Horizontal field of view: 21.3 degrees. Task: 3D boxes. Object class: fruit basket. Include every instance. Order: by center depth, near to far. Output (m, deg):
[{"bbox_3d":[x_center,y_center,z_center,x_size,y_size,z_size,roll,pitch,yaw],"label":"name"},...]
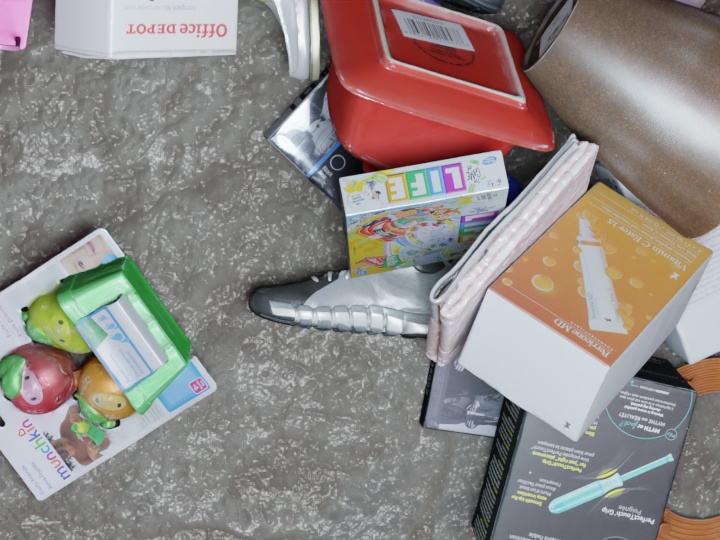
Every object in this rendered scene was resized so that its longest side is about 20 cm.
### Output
[{"bbox_3d":[-0.259,0.087,1.705,0.200,0.094,0.185,-33,105,2],"label":"fruit basket"}]

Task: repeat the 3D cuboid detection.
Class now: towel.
[{"bbox_3d":[0.126,-0.016,1.646,0.032,0.191,0.200,40,80,11],"label":"towel"}]

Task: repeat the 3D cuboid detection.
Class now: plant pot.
[{"bbox_3d":[0.245,-0.157,1.623,0.200,0.187,0.187,31,95,-11],"label":"plant pot"}]

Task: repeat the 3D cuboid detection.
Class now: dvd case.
[{"bbox_3d":[0.167,0.089,1.811,0.199,0.025,0.151,9,100,-12],"label":"dvd case"}]

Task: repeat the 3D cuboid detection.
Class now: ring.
[{"bbox_3d":[0.340,0.181,1.849,0.200,0.019,0.201,-4,105,-15],"label":"ring"}]

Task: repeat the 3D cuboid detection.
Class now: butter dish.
[{"bbox_3d":[0.045,-0.137,1.641,0.200,0.200,0.148,14,125,-17],"label":"butter dish"}]

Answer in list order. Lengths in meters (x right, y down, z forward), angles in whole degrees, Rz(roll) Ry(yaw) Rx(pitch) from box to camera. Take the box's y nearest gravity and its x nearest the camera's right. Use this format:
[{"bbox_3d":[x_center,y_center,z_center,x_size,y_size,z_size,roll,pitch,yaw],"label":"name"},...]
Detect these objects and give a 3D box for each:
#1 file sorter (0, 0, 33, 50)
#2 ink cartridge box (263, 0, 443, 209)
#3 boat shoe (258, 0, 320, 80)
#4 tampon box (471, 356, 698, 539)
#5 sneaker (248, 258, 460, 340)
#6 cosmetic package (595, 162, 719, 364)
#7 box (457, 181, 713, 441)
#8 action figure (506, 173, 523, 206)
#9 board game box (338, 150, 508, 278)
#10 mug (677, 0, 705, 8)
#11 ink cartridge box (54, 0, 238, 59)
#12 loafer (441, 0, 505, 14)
[{"bbox_3d":[-0.334,-0.291,1.597,0.139,0.125,0.201,9,100,-11],"label":"file sorter"},{"bbox_3d":[0.016,-0.160,1.728,0.099,0.039,0.200,42,91,-14],"label":"ink cartridge box"},{"bbox_3d":[-0.074,-0.263,1.678,0.068,0.075,0.201,-8,93,-5],"label":"boat shoe"},{"bbox_3d":[0.201,0.174,1.749,0.150,0.126,0.200,14,99,-4],"label":"tampon box"},{"bbox_3d":[0.000,0.000,1.749,0.199,0.075,0.116,6,86,-10],"label":"sneaker"},{"bbox_3d":[0.307,-0.026,1.786,0.101,0.071,0.200,-24,104,-5],"label":"cosmetic package"},{"bbox_3d":[0.196,0.032,1.650,0.124,0.200,0.098,33,135,16],"label":"box"},{"bbox_3d":[0.140,-0.051,1.764,0.065,0.052,0.200,-43,105,-7],"label":"action figure"},{"bbox_3d":[0.052,-0.045,1.621,0.134,0.200,0.034,-11,76,-1],"label":"board game box"},{"bbox_3d":[0.266,-0.321,1.694,0.200,0.147,0.176,-28,119,-33],"label":"mug"},{"bbox_3d":[-0.178,-0.281,1.616,0.145,0.085,0.201,-8,108,-44],"label":"ink cartridge box"},{"bbox_3d":[0.050,-0.294,1.690,0.200,0.068,0.071,30,86,-17],"label":"loafer"}]
